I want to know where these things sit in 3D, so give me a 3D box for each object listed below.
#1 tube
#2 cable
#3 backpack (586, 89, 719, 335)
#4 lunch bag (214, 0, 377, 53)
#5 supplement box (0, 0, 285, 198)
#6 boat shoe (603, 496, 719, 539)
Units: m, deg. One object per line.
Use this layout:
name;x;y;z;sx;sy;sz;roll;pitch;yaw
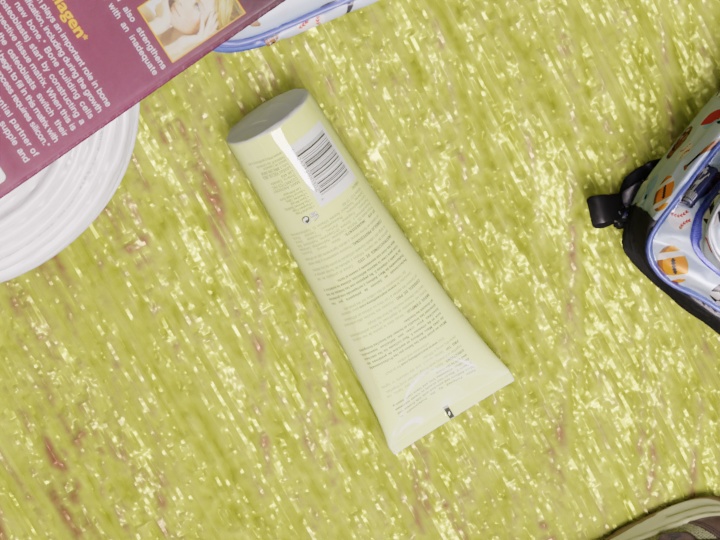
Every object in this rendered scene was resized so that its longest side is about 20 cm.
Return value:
tube;0.000;0.000;1.316;0.058;0.052;0.200;-16;115;39
cable;-0.209;-0.084;1.250;0.199;0.069;0.201;7;102;-10
backpack;0.252;-0.040;1.293;0.200;0.154;0.191;35;86;-12
lunch bag;-0.032;-0.206;1.245;0.199;0.076;0.161;-22;104;-3
supplement box;-0.146;-0.113;1.134;0.200;0.086;0.111;-37;100;-22
boat shoe;0.129;0.190;1.368;0.200;0.066;0.072;-27;106;-1
